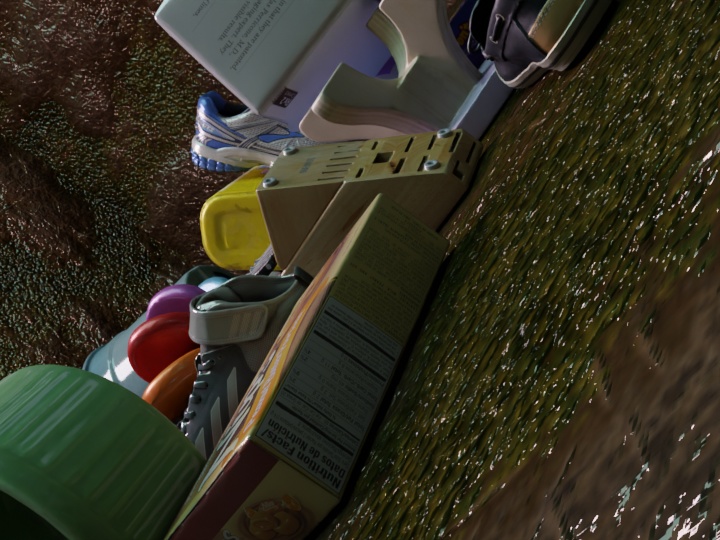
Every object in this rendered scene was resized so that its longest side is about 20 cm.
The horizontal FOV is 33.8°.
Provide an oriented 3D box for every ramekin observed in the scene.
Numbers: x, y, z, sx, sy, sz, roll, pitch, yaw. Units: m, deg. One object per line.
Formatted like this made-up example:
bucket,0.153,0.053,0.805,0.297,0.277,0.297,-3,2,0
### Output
ramekin,-0.164,0.151,0.664,0.098,0.199,0.200,-50,-1,-45

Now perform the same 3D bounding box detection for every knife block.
knife block,0.000,0.000,0.836,0.197,0.178,0.064,-4,31,20

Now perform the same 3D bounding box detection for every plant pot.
plant pot,-0.215,0.112,1.488,0.196,0.200,0.201,-45,9,26

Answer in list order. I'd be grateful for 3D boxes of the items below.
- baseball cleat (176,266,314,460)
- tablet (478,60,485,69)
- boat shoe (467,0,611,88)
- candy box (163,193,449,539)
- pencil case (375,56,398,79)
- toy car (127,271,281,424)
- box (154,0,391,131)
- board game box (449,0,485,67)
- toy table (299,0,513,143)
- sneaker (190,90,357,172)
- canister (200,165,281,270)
baseball cleat,-0.094,0.074,0.782,0.200,0.106,0.070,-42,18,11
tablet,0.054,-0.097,1.080,0.202,0.014,0.130,-59,5,-16
boat shoe,0.102,-0.157,0.729,0.075,0.062,0.200,-58,4,6
candy box,-0.025,0.062,0.627,0.116,0.055,0.201,-52,7,41
pencil case,0.030,-0.177,1.214,0.086,0.084,0.200,-48,-12,3
toy car,-0.144,0.080,1.123,0.176,0.149,0.201,-54,6,33
box,-0.041,-0.239,1.026,0.201,0.131,0.199,-50,-10,11
board game box,0.123,-0.244,1.061,0.201,0.045,0.135,-51,5,25
toy table,0.039,-0.137,0.905,0.201,0.116,0.184,-53,6,29
sneaker,-0.076,-0.141,1.161,0.077,0.196,0.087,-60,-30,-68
canister,-0.066,-0.067,1.213,0.200,0.146,0.088,-50,-43,-67
